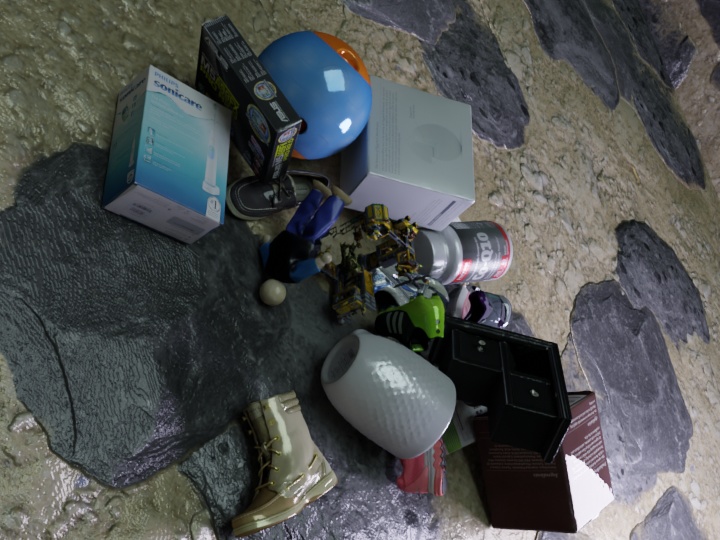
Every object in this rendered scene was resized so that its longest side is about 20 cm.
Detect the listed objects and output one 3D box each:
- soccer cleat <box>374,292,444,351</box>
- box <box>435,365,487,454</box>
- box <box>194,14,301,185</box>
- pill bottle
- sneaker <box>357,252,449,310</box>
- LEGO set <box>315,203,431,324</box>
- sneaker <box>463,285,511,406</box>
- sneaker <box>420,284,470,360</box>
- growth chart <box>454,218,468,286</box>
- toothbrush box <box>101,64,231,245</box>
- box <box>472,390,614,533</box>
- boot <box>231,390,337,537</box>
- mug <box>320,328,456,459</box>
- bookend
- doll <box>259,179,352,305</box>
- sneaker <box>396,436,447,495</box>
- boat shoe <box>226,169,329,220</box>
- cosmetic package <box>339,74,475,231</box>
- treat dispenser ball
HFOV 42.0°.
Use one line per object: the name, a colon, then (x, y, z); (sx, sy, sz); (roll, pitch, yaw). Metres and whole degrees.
soccer cleat: (0.074, 0.092, 1.485); (0.067, 0.200, 0.081); (0, 76, -22)
box: (0.170, 0.231, 1.637); (0.200, 0.036, 0.145); (-8, 76, -53)
box: (-0.168, -0.245, 1.369); (0.044, 0.160, 0.200); (-30, 78, -22)
pill bottle: (0.172, -0.032, 1.706); (0.200, 0.114, 0.114); (-5, 74, -40)
sneaker: (0.068, 0.045, 1.602); (0.200, 0.077, 0.085); (23, 63, -31)
LEGO set: (0.000, 0.000, 1.447); (0.154, 0.200, 0.116); (47, 29, -48)
sneaker: (0.192, 0.129, 1.607); (0.087, 0.074, 0.201); (23, 75, -34)
sneaker: (0.179, 0.116, 1.675); (0.105, 0.075, 0.200); (49, 36, -11)
growth chart: (0.168, -0.071, 1.817); (0.200, 0.018, 0.145); (56, 39, -11)
toothbrush box: (-0.264, -0.159, 1.301); (0.146, 0.085, 0.201); (25, 53, -39)
box: (0.316, 0.326, 1.618); (0.166, 0.164, 0.201); (-13, 93, -52)
boot: (-0.123, 0.252, 1.247); (0.200, 0.073, 0.156); (-21, 87, -54)
mug: (0.030, 0.165, 1.435); (0.175, 0.148, 0.200); (37, 20, -25)
bookend: (0.212, 0.181, 1.472); (0.199, 0.092, 0.199); (15, 30, -3)
doll: (-0.089, -0.037, 1.400); (0.200, 0.136, 0.048); (-58, 142, -11)
sneaker: (0.088, 0.258, 1.485); (0.074, 0.087, 0.201); (73, 13, -54)
boat shoe: (-0.126, -0.126, 1.461); (0.200, 0.065, 0.072); (-13, 82, -51)
cosmetic package: (0.076, -0.197, 1.597); (0.200, 0.123, 0.200); (14, 61, -22)
treat dispenser ball: (-0.081, -0.277, 1.489); (0.201, 0.201, 0.201); (27, 51, -39)
